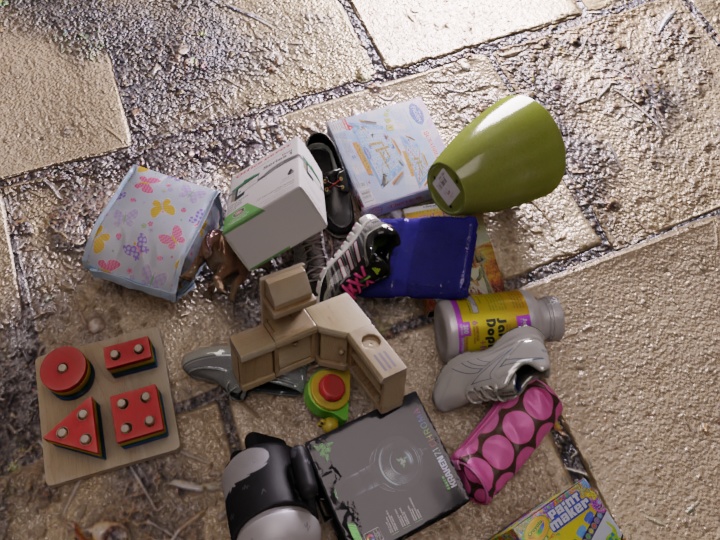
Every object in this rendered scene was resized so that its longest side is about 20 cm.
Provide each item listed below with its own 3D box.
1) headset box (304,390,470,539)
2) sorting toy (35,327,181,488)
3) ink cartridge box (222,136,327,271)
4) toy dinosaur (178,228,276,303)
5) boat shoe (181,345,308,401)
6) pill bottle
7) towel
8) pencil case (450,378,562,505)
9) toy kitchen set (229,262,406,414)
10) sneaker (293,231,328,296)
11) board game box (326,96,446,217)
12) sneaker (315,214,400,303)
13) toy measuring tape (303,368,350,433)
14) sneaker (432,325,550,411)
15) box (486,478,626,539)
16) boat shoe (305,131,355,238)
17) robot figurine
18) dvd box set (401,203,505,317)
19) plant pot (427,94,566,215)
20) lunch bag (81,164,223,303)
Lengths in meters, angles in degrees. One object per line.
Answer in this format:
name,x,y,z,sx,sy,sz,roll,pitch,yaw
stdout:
headset box,0.027,0.302,1.008,0.197,0.093,0.176,-21,66,-16
sorting toy,-0.389,0.194,1.050,0.195,0.070,0.203,-14,66,-10
ink cartridge box,-0.135,-0.112,1.112,0.144,0.085,0.201,-29,31,11
toy dinosaur,-0.216,-0.026,1.119,0.084,0.200,0.138,13,74,17
boat shoe,-0.179,0.164,1.078,0.196,0.071,0.073,3,57,-6
pill bottle,0.223,0.088,1.124,0.196,0.105,0.106,-7,64,-7
towel,0.096,-0.018,1.160,0.196,0.050,0.150,0,64,29
pencil case,0.215,0.250,1.054,0.200,0.090,0.094,-45,109,-24
toy kitchen set,-0.062,0.110,0.976,0.197,0.165,0.181,-20,45,-25
sneaker,-0.083,-0.030,1.155,0.073,0.116,0.203,-12,64,-9
board game box,0.060,-0.212,1.297,0.196,0.041,0.203,-17,66,-12
sneaker,0.000,0.000,1.121,0.086,0.074,0.202,13,65,43
toy measuring tape,-0.053,0.157,1.093,0.072,0.074,0.203,2,57,-2
sneaker,0.195,0.161,1.051,0.198,0.075,0.088,-34,35,16
box,0.277,0.407,0.916,0.120,0.201,0.194,-26,67,-15
boat shoe,-0.059,-0.154,1.251,0.072,0.063,0.205,-13,66,-13
robot figurine,-0.123,0.323,0.958,0.122,0.152,0.201,-11,40,-13
dvd box set,0.162,-0.026,1.218,0.143,0.030,0.204,-8,65,-8
plant pot,0.214,-0.175,1.189,0.198,0.188,0.188,-28,68,-27
lunch bag,-0.338,-0.051,1.145,0.166,0.128,0.202,15,52,4
